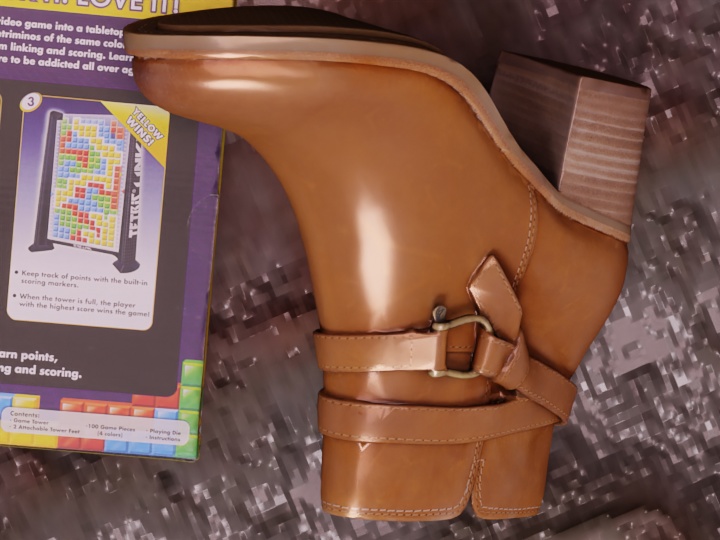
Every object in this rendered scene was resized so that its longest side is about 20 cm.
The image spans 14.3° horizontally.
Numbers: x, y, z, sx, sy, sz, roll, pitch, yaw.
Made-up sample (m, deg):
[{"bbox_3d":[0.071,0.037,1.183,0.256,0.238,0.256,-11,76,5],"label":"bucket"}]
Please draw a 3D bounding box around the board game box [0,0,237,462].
[{"bbox_3d":[-0.144,-0.029,0.933,0.199,0.057,0.167,6,91,-7],"label":"board game box"}]

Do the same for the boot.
[{"bbox_3d":[0.000,0.000,0.921,0.199,0.077,0.156,8,99,-40],"label":"boot"}]
